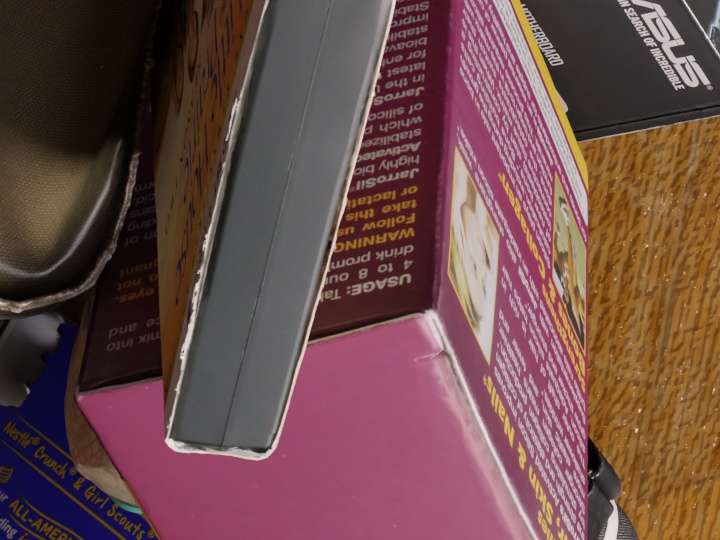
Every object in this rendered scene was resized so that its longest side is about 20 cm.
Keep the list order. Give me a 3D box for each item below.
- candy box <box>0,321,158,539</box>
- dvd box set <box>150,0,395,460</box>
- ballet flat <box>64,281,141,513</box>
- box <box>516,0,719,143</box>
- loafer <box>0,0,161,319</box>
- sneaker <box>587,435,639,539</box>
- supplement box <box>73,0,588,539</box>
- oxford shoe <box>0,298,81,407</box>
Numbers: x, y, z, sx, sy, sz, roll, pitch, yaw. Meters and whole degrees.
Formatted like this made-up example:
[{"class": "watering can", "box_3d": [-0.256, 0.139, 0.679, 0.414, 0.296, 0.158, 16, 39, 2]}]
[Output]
[{"class": "candy box", "box_3d": [-0.100, 0.140, 0.959, 0.200, 0.169, 0.077, -51, 143, -7]}, {"class": "dvd box set", "box_3d": [-0.027, -0.076, 0.699, 0.029, 0.200, 0.147, 5, 133, -11]}, {"class": "ballet flat", "box_3d": [-0.057, -0.011, 0.937, 0.200, 0.067, 0.062, -76, 159, -45]}, {"class": "box", "box_3d": [0.016, -0.121, 0.894, 0.200, 0.160, 0.044, 53, 47, -31]}, {"class": "loafer", "box_3d": [-0.086, -0.074, 0.715, 0.075, 0.070, 0.200, -6, 116, -18]}, {"class": "sneaker", "box_3d": [0.007, 0.126, 0.879, 0.200, 0.073, 0.112, -51, 138, -23]}, {"class": "supplement box", "box_3d": [0.000, 0.000, 0.829, 0.103, 0.200, 0.131, -13, 129, 16]}, {"class": "oxford shoe", "box_3d": [-0.170, 0.052, 0.932, 0.084, 0.073, 0.200, 27, 94, -27]}]
